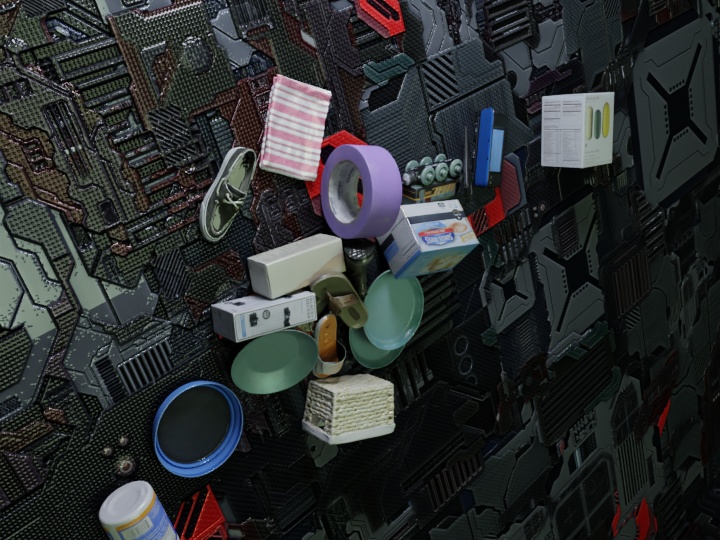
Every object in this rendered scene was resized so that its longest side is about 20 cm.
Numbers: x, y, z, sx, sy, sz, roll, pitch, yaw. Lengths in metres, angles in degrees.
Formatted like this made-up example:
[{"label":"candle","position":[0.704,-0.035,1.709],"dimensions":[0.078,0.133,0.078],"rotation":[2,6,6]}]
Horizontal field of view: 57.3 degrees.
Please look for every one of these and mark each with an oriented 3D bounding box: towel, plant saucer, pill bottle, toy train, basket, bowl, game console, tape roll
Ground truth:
[{"label":"towel","position":[-0.139,-0.304,1.425],"dimensions":[0.144,0.030,0.204],"rotation":[7,95,-38]},{"label":"plant saucer","position":[-0.190,0.191,1.444],"dimensions":[0.197,0.039,0.204],"rotation":[-14,135,-15]},{"label":"plant saucer","position":[0.076,0.094,1.633],"dimensions":[0.197,0.027,0.205],"rotation":[-9,105,-36]},{"label":"pill bottle","position":[-0.430,0.534,1.316],"dimensions":[0.111,0.111,0.203],"rotation":[-32,118,-28]},{"label":"plant saucer","position":[0.044,0.145,1.661],"dimensions":[0.197,0.027,0.205],"rotation":[-9,105,-37]},{"label":"toy train","position":[0.182,-0.223,1.666],"dimensions":[0.198,0.085,0.116],"rotation":[-19,124,-37]},{"label":"basket","position":[-0.025,0.325,1.578],"dimensions":[0.197,0.134,0.126],"rotation":[1,95,-38]},{"label":"bowl","position":[-0.344,0.330,1.387],"dimensions":[0.198,0.039,0.205],"rotation":[-8,104,-37]},{"label":"game console","position":[0.361,-0.322,1.757],"dimensions":[0.168,0.117,0.205],"rotation":[-3,101,-37]},{"label":"tape roll","position":[-0.001,-0.173,1.451],"dimensions":[0.084,0.198,0.205],"rotation":[-6,103,-37]}]

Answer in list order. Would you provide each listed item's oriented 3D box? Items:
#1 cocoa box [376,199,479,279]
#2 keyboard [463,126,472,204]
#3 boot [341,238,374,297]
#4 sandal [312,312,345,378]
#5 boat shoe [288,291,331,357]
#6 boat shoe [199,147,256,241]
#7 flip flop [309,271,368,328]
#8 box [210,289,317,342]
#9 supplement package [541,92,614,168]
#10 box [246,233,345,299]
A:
[{"label":"cocoa box","position":[0.164,-0.076,1.614],"dimensions":[0.197,0.134,0.133],"rotation":[-9,65,-36]},{"label":"keyboard","position":[0.276,-0.261,1.706],"dimensions":[0.128,0.020,0.203],"rotation":[65,26,-56]},{"label":"boot","position":[0.000,0.000,1.496],"dimensions":[0.066,0.200,0.133],"rotation":[-12,104,-8]},{"label":"sandal","position":[-0.070,0.190,1.519],"dimensions":[0.079,0.059,0.209],"rotation":[-32,143,-30]},{"label":"boat shoe","position":[-0.109,0.112,1.513],"dimensions":[0.071,0.062,0.202],"rotation":[39,76,-38]},{"label":"boat shoe","position":[-0.267,-0.155,1.333],"dimensions":[0.070,0.063,0.204],"rotation":[22,86,-38]},{"label":"flip flop","position":[-0.040,0.075,1.466],"dimensions":[0.080,0.058,0.201],"rotation":[-31,131,7]},{"label":"box","position":[-0.203,0.089,1.399],"dimensions":[0.197,0.116,0.061],"rotation":[-14,105,-36]},{"label":"supplement package","position":[0.636,-0.413,1.932],"dimensions":[0.150,0.150,0.204],"rotation":[-13,107,-34]},{"label":"box","position":[-0.139,-0.013,1.445],"dimensions":[0.197,0.094,0.079],"rotation":[-21,112,-32]}]
